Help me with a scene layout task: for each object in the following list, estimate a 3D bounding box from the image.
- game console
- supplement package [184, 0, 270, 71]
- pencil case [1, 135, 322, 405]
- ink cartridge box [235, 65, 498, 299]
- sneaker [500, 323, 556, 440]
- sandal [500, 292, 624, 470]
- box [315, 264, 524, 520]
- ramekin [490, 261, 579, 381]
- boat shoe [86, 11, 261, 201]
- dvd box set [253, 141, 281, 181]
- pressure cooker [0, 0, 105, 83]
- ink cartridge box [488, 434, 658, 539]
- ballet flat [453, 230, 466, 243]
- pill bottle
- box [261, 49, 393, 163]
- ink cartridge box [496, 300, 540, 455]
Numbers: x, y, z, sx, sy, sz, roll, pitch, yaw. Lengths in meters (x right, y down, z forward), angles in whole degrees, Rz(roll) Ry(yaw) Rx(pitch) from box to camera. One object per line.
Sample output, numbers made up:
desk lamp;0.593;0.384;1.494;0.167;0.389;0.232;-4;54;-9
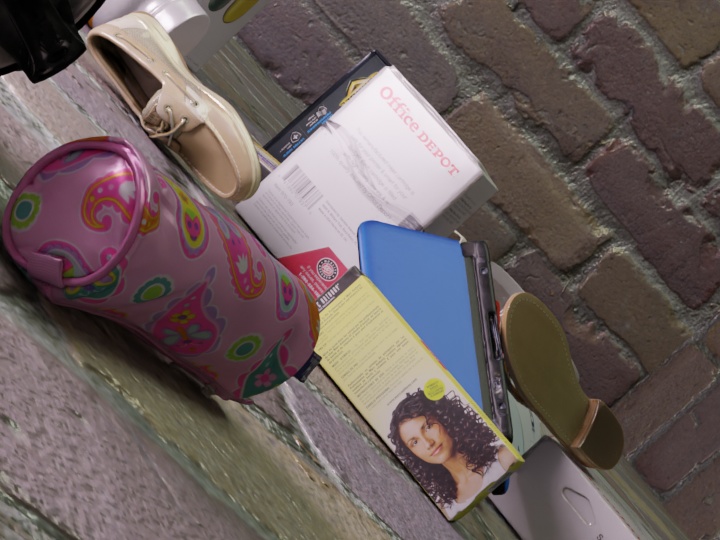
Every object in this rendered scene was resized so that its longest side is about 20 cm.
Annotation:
game console;0.064;0.077;1.529;0.171;0.118;0.201;85;0;-58
supplement package;-0.213;-0.398;2.291;0.151;0.200;0.152;50;6;27
pencil case;-0.094;0.005;0.898;0.088;0.087;0.200;51;5;31
ink cartridge box;0.008;-0.068;1.648;0.145;0.200;0.083;50;5;19
sneaker;0.163;0.129;1.926;0.081;0.089;0.200;-3;34;-19
sandal;0.158;0.105;1.597;0.069;0.078;0.212;0;-42;46
box;0.035;0.094;1.371;0.200;0.075;0.050;48;5;14
ramekin;0.187;0.098;2.328;0.201;0.105;0.200;54;-4;6
boat shoe;-0.164;-0.137;1.540;0.065;0.072;0.200;-27;78;-47
dvd box set;-0.122;-0.118;1.788;0.146;0.029;0.200;40;4;8
pressure cooker;-0.211;-0.192;0.897;0.175;0.179;0.200;1;40;-43
ink cartridge box;0.215;0.249;1.667;0.146;0.084;0.200;50;7;27
ballet flat;0.092;-0.004;1.838;0.067;0.062;0.200;42;8;-49
pill bottle;-0.243;-0.298;1.767;0.200;0.111;0.111;49;5;11
box;-0.009;-0.131;2.002;0.159;0.200;0.046;52;4;33
ink cartridge box;0.129;0.100;1.703;0.160;0.047;0.201;38;47;-59
